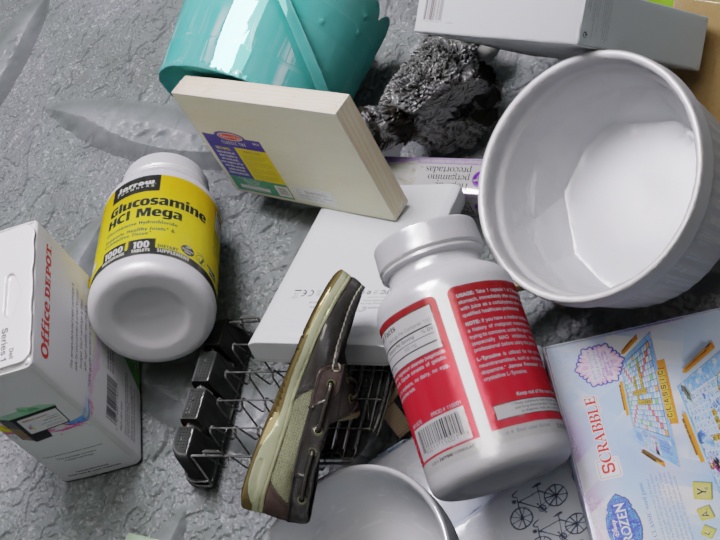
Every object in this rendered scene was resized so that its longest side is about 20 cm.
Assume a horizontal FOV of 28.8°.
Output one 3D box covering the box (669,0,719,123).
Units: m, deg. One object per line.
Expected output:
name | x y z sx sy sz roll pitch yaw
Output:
box | 0.342 -0.134 1.162 0.199 0.021 0.164 15 102 29

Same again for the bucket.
bucket | -0.084 -0.208 1.329 0.207 0.207 0.135 14 76 29

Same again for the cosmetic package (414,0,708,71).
cosmetic package | 0.167 -0.208 1.188 0.200 0.150 0.052 17 98 50

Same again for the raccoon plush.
raccoon plush | 0.041 -0.185 1.293 0.199 0.097 0.134 -4 47 -22

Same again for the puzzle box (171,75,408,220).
puzzle box | -0.064 -0.111 1.242 0.200 0.133 0.025 13 58 38

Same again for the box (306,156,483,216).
box | 0.036 -0.079 1.295 0.199 0.041 0.039 4 63 23

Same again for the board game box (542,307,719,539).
board game box | 0.256 0.129 1.061 0.199 0.041 0.201 -12 56 4

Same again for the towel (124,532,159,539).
towel | -0.167 0.322 1.143 0.152 0.023 0.201 7 64 26

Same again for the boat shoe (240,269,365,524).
boat shoe | -0.032 0.101 1.098 0.066 0.072 0.201 22 89 1

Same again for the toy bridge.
toy bridge | 0.089 0.053 1.175 0.200 0.067 0.027 -39 23 -2

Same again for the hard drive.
hard drive | 0.000 0.000 1.206 0.131 0.026 0.200 0 42 27

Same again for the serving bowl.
serving bowl | 0.005 0.253 1.074 0.200 0.066 0.201 -21 55 32

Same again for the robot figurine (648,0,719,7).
robot figurine | 0.338 -0.250 1.230 0.199 0.116 0.176 7 74 26

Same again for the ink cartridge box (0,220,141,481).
ink cartridge box | -0.272 0.074 1.228 0.084 0.200 0.145 -15 55 12

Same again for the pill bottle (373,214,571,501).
pill bottle | 0.078 0.065 1.070 0.112 0.112 0.201 -20 71 9

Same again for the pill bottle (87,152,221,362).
pill bottle | -0.184 -0.020 1.284 0.112 0.113 0.200 -19 36 10

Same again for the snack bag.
snack bag | 0.126 0.170 1.118 0.188 0.021 0.200 -35 54 0

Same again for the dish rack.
dish rack | -0.061 0.107 1.199 0.199 0.055 0.154 -3 57 26

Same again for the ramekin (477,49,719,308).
ramekin | 0.202 -0.063 1.106 0.200 0.105 0.201 -12 72 38
